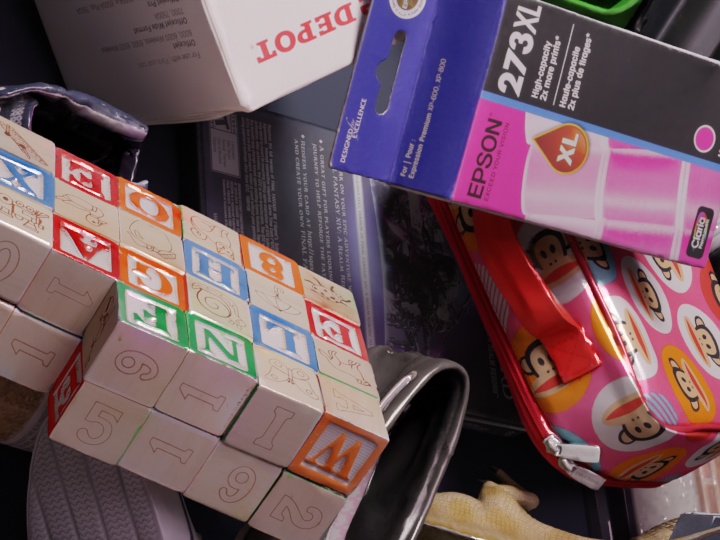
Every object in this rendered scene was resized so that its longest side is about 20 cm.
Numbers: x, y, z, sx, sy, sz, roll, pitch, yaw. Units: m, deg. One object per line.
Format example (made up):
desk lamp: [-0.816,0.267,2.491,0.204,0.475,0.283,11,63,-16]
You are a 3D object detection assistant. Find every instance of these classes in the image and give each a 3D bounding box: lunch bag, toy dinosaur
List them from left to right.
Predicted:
toy dinosaur: [0.058,0.120,0.974,0.200,0.101,0.058,12,87,-3]
lunch bag: [0.109,0.007,1.043,0.176,0.082,0.200,10,53,-58]

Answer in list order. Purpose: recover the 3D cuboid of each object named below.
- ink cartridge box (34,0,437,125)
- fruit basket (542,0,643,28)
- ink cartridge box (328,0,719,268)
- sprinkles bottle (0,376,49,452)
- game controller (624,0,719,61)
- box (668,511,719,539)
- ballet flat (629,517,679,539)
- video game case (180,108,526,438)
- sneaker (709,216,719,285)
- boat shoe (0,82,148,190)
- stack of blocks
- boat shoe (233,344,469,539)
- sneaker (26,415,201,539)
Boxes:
ink cartridge box: [-0.067,-0.180,0.945,0.147,0.145,0.200,-27,105,-33]
fruit basket: [0.102,-0.220,1.092,0.215,0.216,0.156,35,84,-22]
ink cartridge box: [0.085,-0.067,0.946,0.200,0.037,0.095,13,93,-32]
sprinkles bottle: [-0.121,0.047,0.889,0.200,0.068,0.068,21,57,-33]
game controller: [0.183,-0.129,1.044,0.200,0.042,0.104,-57,144,-5]
box: [0.244,0.225,0.980,0.124,0.196,0.200,-55,134,-40]
ballet flat: [0.115,0.182,1.030,0.065,0.071,0.200,32,46,-4]
video game case: [0.000,0.000,1.049,0.200,0.019,0.143,14,61,-37]
sneaker: [0.257,-0.042,1.254,0.114,0.075,0.200,49,52,-12]
boat shoe: [-0.181,-0.055,0.870,0.200,0.093,0.075,13,62,-36]
stack of blocks: [-0.093,0.017,0.816,0.200,0.059,0.115,27,23,-20]
boat shoe: [-0.007,0.110,0.870,0.067,0.057,0.200,57,41,-38]
sneaker: [-0.080,0.139,0.871,0.071,0.073,0.200,-34,114,-58]
